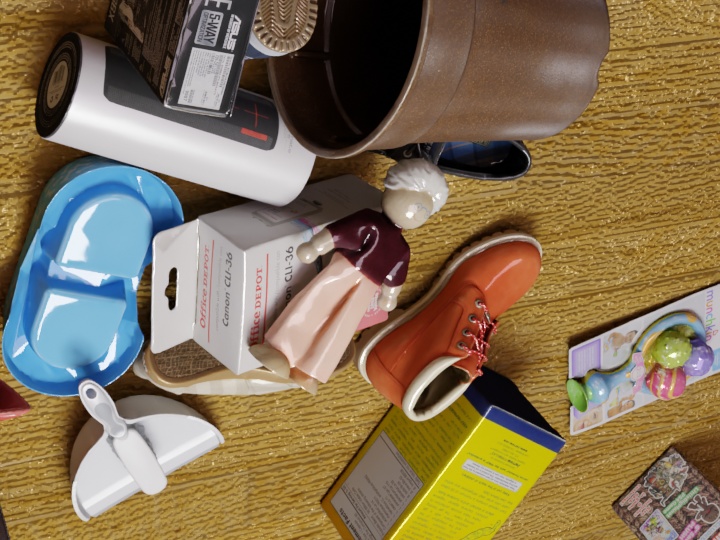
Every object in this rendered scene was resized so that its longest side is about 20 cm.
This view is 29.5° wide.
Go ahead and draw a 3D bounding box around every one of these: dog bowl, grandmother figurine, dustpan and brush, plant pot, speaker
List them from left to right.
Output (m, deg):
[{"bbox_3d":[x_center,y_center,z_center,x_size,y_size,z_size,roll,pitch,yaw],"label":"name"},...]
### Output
[{"bbox_3d":[-0.212,0.000,1.060,0.111,0.050,0.200,11,113,-31],"label":"dog bowl"},{"bbox_3d":[-0.194,0.137,1.124,0.139,0.057,0.200,-29,136,-8],"label":"dustpan and brush"},{"bbox_3d":[-0.133,-0.109,1.016,0.200,0.081,0.081,16,110,-32],"label":"speaker"},{"bbox_3d":[0.000,0.000,1.062,0.200,0.061,0.121,-55,149,0],"label":"grandmother figurine"},{"bbox_3d":[0.065,-0.179,1.014,0.198,0.200,0.200,0,118,-35],"label":"plant pot"}]

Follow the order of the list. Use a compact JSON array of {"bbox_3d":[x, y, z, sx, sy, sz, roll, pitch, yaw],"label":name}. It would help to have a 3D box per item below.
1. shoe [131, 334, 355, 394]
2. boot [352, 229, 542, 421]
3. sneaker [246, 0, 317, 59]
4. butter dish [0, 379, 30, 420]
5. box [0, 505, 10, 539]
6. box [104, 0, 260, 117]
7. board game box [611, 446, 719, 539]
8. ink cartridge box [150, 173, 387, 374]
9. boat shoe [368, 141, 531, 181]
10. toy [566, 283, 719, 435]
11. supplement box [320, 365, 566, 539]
[{"bbox_3d":[-0.098,0.070,1.161,0.200,0.070,0.053,-1,161,-31],"label":"shoe"},{"bbox_3d":[0.096,0.051,1.211,0.200,0.107,0.075,-41,126,-2],"label":"boot"},{"bbox_3d":[-0.075,-0.247,0.980,0.070,0.108,0.200,5,85,-26],"label":"sneaker"},{"bbox_3d":[-0.345,0.033,0.950,0.200,0.199,0.148,-1,95,-28],"label":"butter dish"},{"bbox_3d":[-0.340,0.283,1.116,0.106,0.122,0.200,-6,121,-23],"label":"box"},{"bbox_3d":[-0.109,-0.224,0.911,0.050,0.158,0.200,5,115,-29],"label":"box"},{"bbox_3d":[0.390,0.308,1.452,0.097,0.200,0.159,-46,127,5],"label":"board game box"},{"bbox_3d":[-0.067,0.006,1.093,0.200,0.067,0.117,-19,127,-36],"label":"ink cartridge box"},{"bbox_3d":[0.056,-0.110,1.119,0.200,0.066,0.070,14,111,-33],"label":"boat shoe"},{"bbox_3d":[0.303,0.097,1.378,0.200,0.047,0.115,-19,126,-16],"label":"toy"},{"bbox_3d":[0.075,0.191,1.280,0.109,0.109,0.200,28,103,-36],"label":"supplement box"}]
